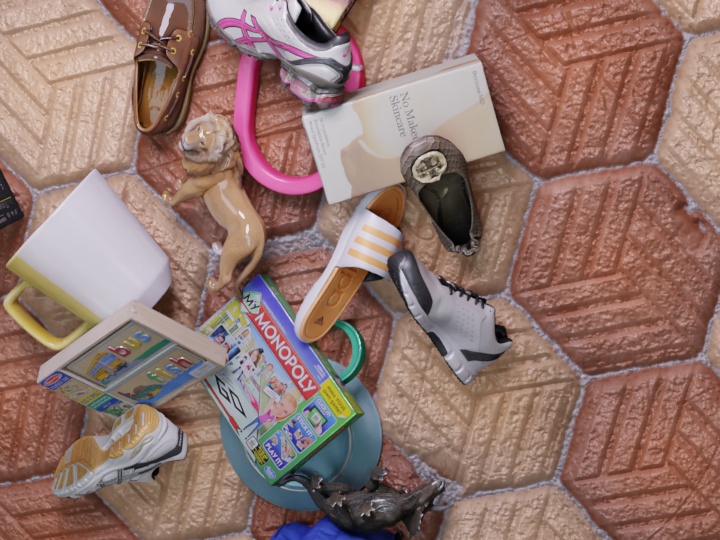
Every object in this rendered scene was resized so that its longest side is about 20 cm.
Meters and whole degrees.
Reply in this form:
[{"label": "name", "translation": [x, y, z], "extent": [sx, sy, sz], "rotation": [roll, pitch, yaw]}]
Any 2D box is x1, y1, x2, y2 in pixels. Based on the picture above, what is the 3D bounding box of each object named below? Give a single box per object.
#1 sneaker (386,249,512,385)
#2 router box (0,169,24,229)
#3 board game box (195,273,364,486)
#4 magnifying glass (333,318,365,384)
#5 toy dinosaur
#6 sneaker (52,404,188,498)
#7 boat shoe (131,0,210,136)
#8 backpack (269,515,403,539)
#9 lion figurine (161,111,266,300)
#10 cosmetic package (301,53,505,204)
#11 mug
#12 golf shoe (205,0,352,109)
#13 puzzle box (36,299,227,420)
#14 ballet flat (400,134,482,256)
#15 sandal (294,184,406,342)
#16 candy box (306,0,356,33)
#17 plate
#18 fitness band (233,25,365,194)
[{"label": "sneaker", "translation": [0.097, 0.038, 1.602], "extent": [0.080, 0.074, 0.200], "rotation": [-33, 130, 8]}, {"label": "router box", "translation": [-0.479, -0.093, 1.644], "extent": [0.062, 0.200, 0.151], "rotation": [-21, 99, 21]}, {"label": "board game box", "translation": [-0.103, 0.124, 1.672], "extent": [0.134, 0.029, 0.201], "rotation": [-41, 72, 15]}, {"label": "magnifying glass", "translation": [-0.088, 0.102, 1.696], "extent": [0.198, 0.022, 0.080], "rotation": [-9, 75, 22]}, {"label": "toy dinosaur", "translation": [-0.001, 0.273, 1.684], "extent": [0.198, 0.078, 0.103], "rotation": [-8, 142, 18]}, {"label": "sneaker", "translation": [-0.288, 0.235, 1.757], "extent": [0.199, 0.076, 0.087], "rotation": [-29, 133, 34]}, {"label": "boat shoe", "translation": [-0.213, -0.244, 1.619], "extent": [0.071, 0.068, 0.202], "rotation": [14, 107, 8]}, {"label": "backpack", "translation": [-0.054, 0.389, 1.680], "extent": [0.166, 0.200, 0.164], "rotation": [12, 107, 9]}, {"label": "lion figurine", "translation": [-0.149, -0.072, 1.633], "extent": [0.122, 0.072, 0.201], "rotation": [-26, 99, 36]}, {"label": "cosmetic package", "translation": [0.045, -0.151, 1.561], "extent": [0.198, 0.071, 0.106], "rotation": [-18, 105, 3]}, {"label": "mug", "translation": [-0.306, -0.003, 1.680], "extent": [0.153, 0.150, 0.186], "rotation": [43, 143, -10]}, {"label": "golf shoe", "translation": [-0.081, -0.257, 1.529], "extent": [0.200, 0.072, 0.093], "rotation": [38, 130, 24]}, {"label": "puzzle box", "translation": [-0.263, 0.109, 1.674], "extent": [0.132, 0.026, 0.199], "rotation": [30, 137, -29]}, {"label": "ballet flat", "translation": [0.091, -0.072, 1.546], "extent": [0.067, 0.047, 0.200], "rotation": [-20, 145, 5]}, {"label": "sandal", "translation": [0.004, 0.002, 1.614], "extent": [0.059, 0.079, 0.208], "rotation": [37, 102, 34]}, {"label": "candy box", "translation": [-0.078, -0.357, 1.556], "extent": [0.199, 0.056, 0.117], "rotation": [35, 95, 0]}, {"label": "plate", "translation": [-0.073, 0.193, 1.725], "extent": [0.198, 0.026, 0.202], "rotation": [3, 106, 12]}, {"label": "fitness band", "translation": [-0.069, -0.184, 1.620], "extent": [0.142, 0.037, 0.202], "rotation": [10, 105, 10]}]
